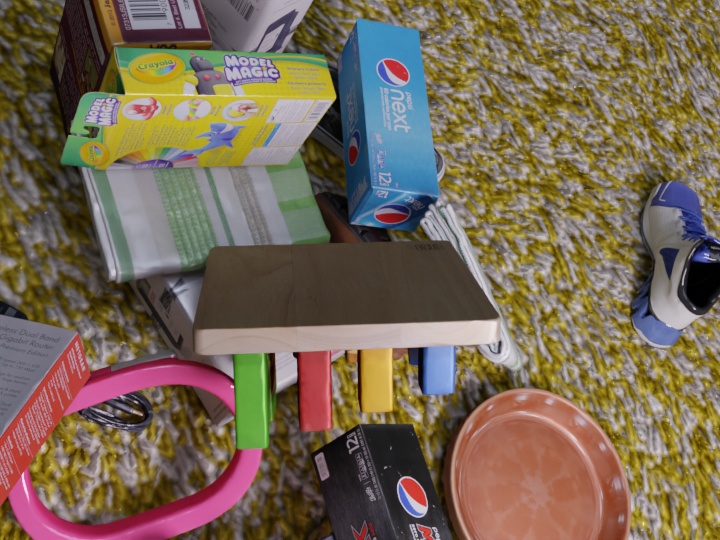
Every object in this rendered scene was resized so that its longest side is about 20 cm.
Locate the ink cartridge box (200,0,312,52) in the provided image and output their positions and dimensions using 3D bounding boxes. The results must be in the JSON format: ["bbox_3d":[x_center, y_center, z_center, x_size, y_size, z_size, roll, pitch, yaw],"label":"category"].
[{"bbox_3d":[-0.126,-0.279,0.945,0.145,0.200,0.084,50,55,3],"label":"ink cartridge box"}]

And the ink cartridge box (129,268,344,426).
[{"bbox_3d":[-0.112,0.015,0.886,0.146,0.085,0.200,-28,82,-31],"label":"ink cartridge box"}]

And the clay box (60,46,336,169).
[{"bbox_3d":[-0.134,-0.128,0.795,0.200,0.115,0.048,-3,68,-28],"label":"clay box"}]

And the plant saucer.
[{"bbox_3d":[0.169,0.213,0.954,0.200,0.032,0.200,10,65,-21],"label":"plant saucer"}]

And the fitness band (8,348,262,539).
[{"bbox_3d":[-0.176,0.145,0.776,0.200,0.037,0.144,-17,102,-10],"label":"fitness band"}]

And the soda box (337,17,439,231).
[{"bbox_3d":[0.023,-0.139,0.938,0.068,0.064,0.200,6,59,-19],"label":"soda box"}]

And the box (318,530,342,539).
[{"bbox_3d":[0.017,0.283,0.802,0.200,0.049,0.161,-12,69,-54],"label":"box"}]

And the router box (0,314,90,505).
[{"bbox_3d":[-0.324,0.100,0.695,0.200,0.049,0.180,10,43,13],"label":"router box"}]

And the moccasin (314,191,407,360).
[{"bbox_3d":[0.001,0.000,0.934,0.074,0.078,0.201,11,35,-50],"label":"moccasin"}]

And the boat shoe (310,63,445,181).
[{"bbox_3d":[0.005,-0.149,1.020,0.200,0.071,0.072,26,59,-11],"label":"boat shoe"}]

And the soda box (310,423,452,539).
[{"bbox_3d":[0.031,0.222,0.773,0.071,0.063,0.200,10,53,-47],"label":"soda box"}]

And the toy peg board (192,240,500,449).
[{"bbox_3d":[-0.015,0.051,0.739,0.199,0.200,0.098,-2,107,-5],"label":"toy peg board"}]

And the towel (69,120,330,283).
[{"bbox_3d":[-0.137,-0.070,0.853,0.200,0.031,0.149,-10,73,-30],"label":"towel"}]

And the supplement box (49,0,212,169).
[{"bbox_3d":[-0.206,-0.185,0.864,0.086,0.200,0.110,-9,71,-28],"label":"supplement box"}]

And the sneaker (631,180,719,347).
[{"bbox_3d":[0.372,-0.018,1.101,0.081,0.115,0.200,24,60,-14],"label":"sneaker"}]

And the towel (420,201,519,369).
[{"bbox_3d":[0.107,0.025,0.926,0.031,0.200,0.149,-23,77,8],"label":"towel"}]

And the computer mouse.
[{"bbox_3d":[-0.264,0.082,0.822,0.200,0.034,0.059,34,35,-13],"label":"computer mouse"}]
